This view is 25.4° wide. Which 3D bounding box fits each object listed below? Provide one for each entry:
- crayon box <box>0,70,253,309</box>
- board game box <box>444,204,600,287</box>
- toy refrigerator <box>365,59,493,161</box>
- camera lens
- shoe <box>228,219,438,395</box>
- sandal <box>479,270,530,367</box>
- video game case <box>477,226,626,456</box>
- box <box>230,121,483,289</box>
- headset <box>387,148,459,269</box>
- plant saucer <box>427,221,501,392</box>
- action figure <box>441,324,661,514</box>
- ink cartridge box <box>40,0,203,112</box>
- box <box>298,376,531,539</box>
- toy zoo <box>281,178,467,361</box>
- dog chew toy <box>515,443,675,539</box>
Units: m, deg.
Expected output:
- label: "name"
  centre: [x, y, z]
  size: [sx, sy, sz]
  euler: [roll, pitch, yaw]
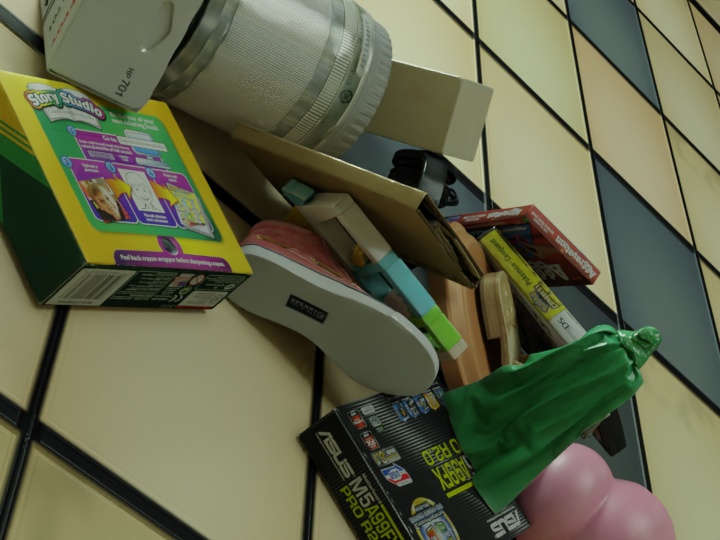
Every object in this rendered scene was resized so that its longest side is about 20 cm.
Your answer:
- label: "crayon box"
  centre: [-0.193, -0.057, 1.214]
  size: [0.200, 0.058, 0.173]
  euler: [5, 51, -58]
- label: "board game box"
  centre: [0.147, -0.020, 1.615]
  size: [0.103, 0.200, 0.019]
  euler: [41, 69, -21]
- label: "toy refrigerator"
  centre: [0.026, -0.170, 1.576]
  size: [0.200, 0.076, 0.070]
  euler: [19, 6, 34]
- label: "camera lens"
  centre: [-0.092, -0.198, 1.419]
  size: [0.200, 0.160, 0.160]
  euler: [25, 36, -30]
- label: "shoe"
  centre: [-0.018, 0.026, 1.347]
  size: [0.200, 0.072, 0.091]
  euler: [29, 27, -2]
- label: "sandal"
  centre: [0.168, 0.101, 1.499]
  size: [0.078, 0.069, 0.212]
  euler: [-41, 119, -70]
- label: "video game case"
  centre: [0.191, 0.073, 1.581]
  size: [0.181, 0.025, 0.200]
  euler: [52, -7, 36]
- label: "box"
  centre: [-0.002, -0.056, 1.388]
  size: [0.200, 0.021, 0.164]
  euler: [24, -13, 30]
- label: "headset"
  centre: [0.061, -0.059, 1.563]
  size: [0.094, 0.124, 0.200]
  euler: [20, 16, -8]
- label: "plant saucer"
  centre: [0.106, 0.052, 1.507]
  size: [0.200, 0.032, 0.201]
  euler: [-10, 90, -74]
- label: "action figure"
  centre: [0.171, 0.106, 1.348]
  size: [0.055, 0.200, 0.118]
  euler: [11, 48, -56]
- label: "ink cartridge box"
  centre: [-0.188, -0.237, 1.283]
  size: [0.086, 0.147, 0.200]
  euler: [25, 19, -22]
- label: "box"
  centre: [0.050, 0.177, 1.336]
  size: [0.160, 0.044, 0.200]
  euler: [58, 26, 12]
- label: "toy zoo"
  centre: [0.000, 0.000, 1.393]
  size: [0.020, 0.131, 0.200]
  euler: [-43, 101, -21]
- label: "dog chew toy"
  centre: [0.189, 0.214, 1.442]
  size: [0.200, 0.125, 0.125]
  euler: [44, 26, 1]
